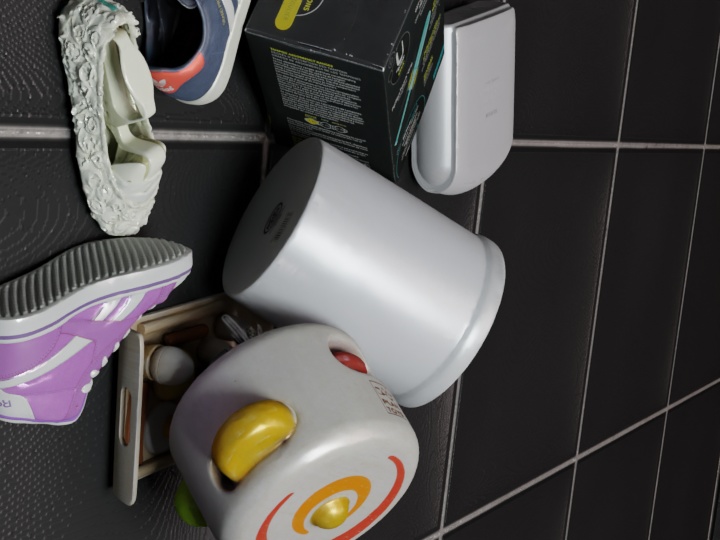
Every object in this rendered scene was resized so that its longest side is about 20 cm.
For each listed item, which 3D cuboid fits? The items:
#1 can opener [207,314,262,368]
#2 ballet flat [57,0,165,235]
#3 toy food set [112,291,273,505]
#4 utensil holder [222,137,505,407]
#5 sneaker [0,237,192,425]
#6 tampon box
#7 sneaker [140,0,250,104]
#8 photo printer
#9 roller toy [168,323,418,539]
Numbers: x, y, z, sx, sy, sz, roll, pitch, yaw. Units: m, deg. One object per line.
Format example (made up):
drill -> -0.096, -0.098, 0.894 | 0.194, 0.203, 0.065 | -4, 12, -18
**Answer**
can opener -> -0.087, 0.105, 1.192 | 0.066, 0.053, 0.201 | -40, 146, -8
ballet flat -> -0.180, -0.108, 1.019 | 0.072, 0.071, 0.202 | -45, 138, -45
toy food set -> -0.138, 0.105, 1.170 | 0.199, 0.060, 0.146 | -15, 112, -59
utensil holder -> 0.000, 0.000, 1.202 | 0.199, 0.169, 0.172 | 31, 68, -21
sneaker -> -0.207, 0.048, 1.026 | 0.199, 0.072, 0.116 | -26, 125, -44
tampon box -> -0.006, -0.200, 1.181 | 0.200, 0.125, 0.151 | 81, 29, -67
sneaker -> -0.128, -0.235, 1.061 | 0.084, 0.074, 0.203 | 10, 89, -61
photo printer -> 0.116, -0.190, 1.524 | 0.166, 0.069, 0.203 | -30, 125, -54
roller toy -> -0.050, 0.147, 1.096 | 0.181, 0.140, 0.201 | -16, 143, -27
